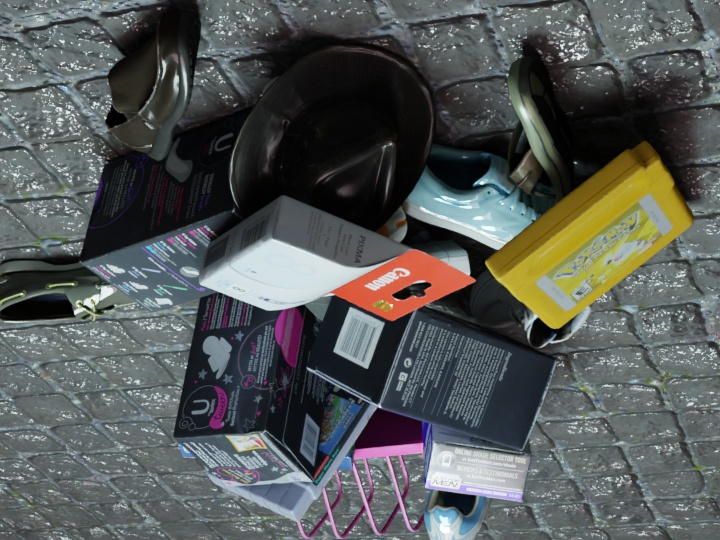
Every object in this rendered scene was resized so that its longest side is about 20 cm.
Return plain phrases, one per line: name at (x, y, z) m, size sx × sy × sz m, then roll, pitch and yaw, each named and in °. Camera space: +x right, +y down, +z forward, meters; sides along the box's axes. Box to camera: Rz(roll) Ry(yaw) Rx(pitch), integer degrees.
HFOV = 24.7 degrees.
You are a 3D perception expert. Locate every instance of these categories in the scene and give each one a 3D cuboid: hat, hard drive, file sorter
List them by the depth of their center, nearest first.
hat at (-0.013, -0.092, 1.431) m, size 0.200 × 0.081 × 0.201 m, roll -9°, pitch 119°, yaw -16°
hard drive at (0.000, 0.000, 1.614) m, size 0.199 × 0.027 × 0.132 m, roll -8°, pitch -173°, yaw -3°
file sorter at (0.023, 0.239, 1.968) m, size 0.199 × 0.139 × 0.126 m, roll -9°, pitch 107°, yaw 25°

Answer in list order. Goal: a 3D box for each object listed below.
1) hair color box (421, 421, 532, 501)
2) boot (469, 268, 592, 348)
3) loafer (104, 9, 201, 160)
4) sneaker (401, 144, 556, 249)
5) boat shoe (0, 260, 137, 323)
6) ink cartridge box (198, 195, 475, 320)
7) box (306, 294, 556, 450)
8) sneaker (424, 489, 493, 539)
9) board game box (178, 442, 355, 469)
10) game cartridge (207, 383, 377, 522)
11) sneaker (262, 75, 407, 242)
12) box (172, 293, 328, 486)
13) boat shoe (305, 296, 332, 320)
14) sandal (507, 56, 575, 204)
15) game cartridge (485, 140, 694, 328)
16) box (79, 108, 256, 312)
hair color box at (0.125, 0.175, 1.829) m, size 0.109 × 0.200 × 0.065 m, roll 8°, pitch 111°, yaw -2°
boot at (0.171, 0.037, 1.684) m, size 0.073 × 0.096 × 0.200 m, roll 19°, pitch 148°, yaw -19°
loafer at (-0.188, -0.161, 1.448) m, size 0.071 × 0.073 × 0.200 m, roll 12°, pitch 149°, yaw -12°
sneaker at (0.131, -0.069, 1.537) m, size 0.199 × 0.074 × 0.082 m, roll 11°, pitch 153°, yaw -8°
boat shoe at (-0.307, 0.027, 1.801) m, size 0.201 × 0.061 × 0.072 m, roll -2°, pitch 149°, yaw 14°
ink cartridge box at (-0.023, 0.009, 1.460) m, size 0.199 × 0.047 × 0.160 m, roll 23°, pitch 155°, yaw -21°
box at (0.073, 0.095, 1.675) m, size 0.199 × 0.105 × 0.148 m, roll 20°, pitch -179°, yaw -33°
sneaker at (0.122, 0.230, 1.851) m, size 0.072 × 0.200 × 0.073 m, roll 10°, pitch 128°, yaw 11°
board game box at (-0.101, 0.156, 1.903) m, size 0.199 × 0.136 × 0.035 m, roll 4°, pitch 149°, yaw 6°
game cartridge at (-0.065, 0.172, 1.825) m, size 0.129 × 0.200 × 0.038 m, roll 16°, pitch 151°, yaw 36°
sneaker at (-0.032, -0.101, 1.520) m, size 0.078 × 0.077 × 0.200 m, roll -32°, pitch 121°, yaw 5°
box at (-0.111, 0.116, 1.773) m, size 0.114 × 0.201 × 0.132 m, roll -6°, pitch 147°, yaw 23°
boat shoe at (-0.001, 0.034, 1.761) m, size 0.074 × 0.065 × 0.202 m, roll 5°, pitch 150°, yaw 44°
sandal at (0.154, -0.111, 1.463) m, size 0.057 × 0.080 × 0.201 m, roll -10°, pitch 137°, yaw 17°
game cartridge at (0.213, -0.027, 1.493) m, size 0.176 × 0.032 × 0.200 m, roll -39°, pitch 158°, yaw 8°
box at (-0.153, -0.054, 1.572) m, size 0.199 × 0.123 × 0.106 m, roll -16°, pitch 141°, yaw 34°
